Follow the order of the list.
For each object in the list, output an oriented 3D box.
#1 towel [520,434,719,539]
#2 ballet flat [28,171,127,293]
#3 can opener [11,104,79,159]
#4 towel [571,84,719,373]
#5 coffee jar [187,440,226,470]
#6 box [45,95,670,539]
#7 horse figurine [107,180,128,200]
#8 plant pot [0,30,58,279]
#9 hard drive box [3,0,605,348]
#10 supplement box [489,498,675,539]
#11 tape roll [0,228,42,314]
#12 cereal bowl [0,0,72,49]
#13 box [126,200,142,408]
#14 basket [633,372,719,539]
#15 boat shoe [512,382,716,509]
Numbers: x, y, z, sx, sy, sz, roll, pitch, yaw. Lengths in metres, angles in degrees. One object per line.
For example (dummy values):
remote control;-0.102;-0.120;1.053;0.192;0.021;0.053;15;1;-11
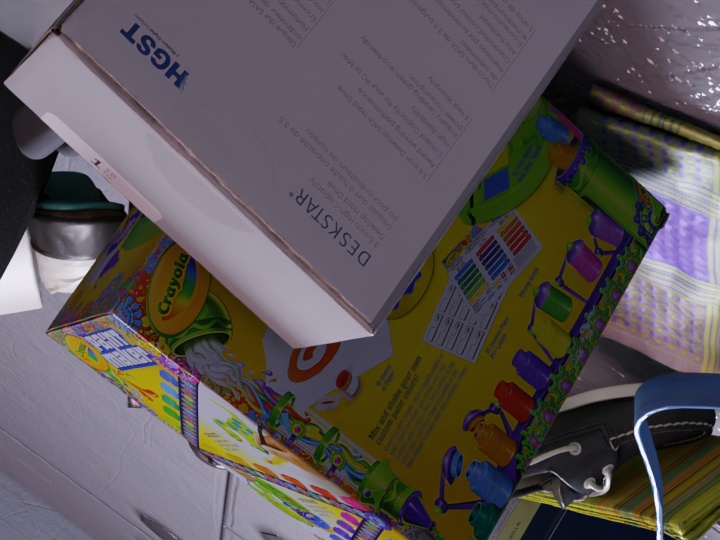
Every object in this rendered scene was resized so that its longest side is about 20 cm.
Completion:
towel;0.160;0.121;0.876;0.199;0.085;0.018;-2;115;65
ballet flat;-0.189;-0.023;0.984;0.067;0.069;0.200;0;-171;-12
can opener;-0.115;-0.103;0.791;0.199;0.052;0.067;-23;80;39
towel;0.169;0.001;0.728;0.143;0.023;0.201;28;156;24
coffee jar;-0.082;0.071;1.021;0.084;0.106;0.200;3;-173;-7
box;0.000;0.000;0.671;0.192;0.201;0.122;39;160;-16
horse figurine;-0.155;-0.062;1.057;0.132;0.050;0.201;31;160;29
plant pot;-0.307;-0.056;0.852;0.197;0.180;0.200;2;167;22
hard drive box;-0.010;-0.098;0.566;0.156;0.201;0.077;44;157;-16
supplement box;0.126;0.229;1.092;0.199;0.135;0.200;4;141;53
tape roll;-0.261;-0.069;1.053;0.203;0.037;0.206;170;90;-79
cereal bowl;-0.201;-0.191;0.781;0.197;0.085;0.200;8;168;2
box;-0.125;-0.024;0.922;0.037;0.138;0.201;2;143;-8
basket;0.226;0.100;0.654;0.197;0.141;0.177;-4;144;13
boat shoe;0.110;0.107;0.841;0.197;0.061;0.076;-9;156;5
